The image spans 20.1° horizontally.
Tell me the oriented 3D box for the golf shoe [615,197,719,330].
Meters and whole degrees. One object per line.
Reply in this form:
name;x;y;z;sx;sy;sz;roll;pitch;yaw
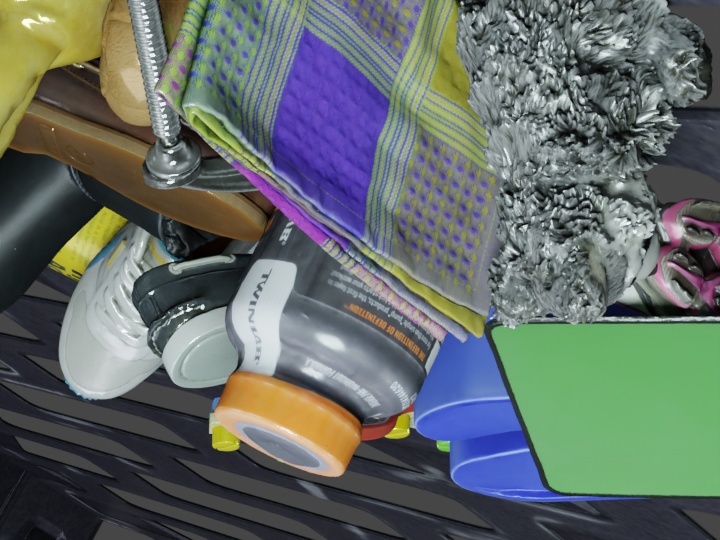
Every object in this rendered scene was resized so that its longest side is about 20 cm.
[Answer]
golf shoe;0.107;-0.025;0.991;0.200;0.073;0.092;34;160;-18

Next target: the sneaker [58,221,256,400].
sneaker;-0.121;0.000;1.216;0.076;0.200;0.081;37;-162;-1

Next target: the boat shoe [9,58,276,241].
boat shoe;-0.127;-0.082;1.044;0.200;0.070;0.070;25;159;3

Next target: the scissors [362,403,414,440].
scissors;0.039;0.077;1.202;0.200;0.014;0.073;9;-143;-31

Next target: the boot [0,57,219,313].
boot;-0.140;-0.044;1.143;0.162;0.198;0.073;22;167;43

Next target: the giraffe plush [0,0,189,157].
giraffe plush;-0.124;-0.124;0.942;0.162;0.200;0.173;11;175;-2

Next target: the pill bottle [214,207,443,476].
pill bottle;0.000;0.000;1.014;0.106;0.200;0.106;23;162;8

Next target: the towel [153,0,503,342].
towel;0.006;-0.075;0.851;0.023;0.144;0.200;-6;146;42

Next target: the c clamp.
c clamp;-0.069;-0.107;0.874;0.027;0.171;0.200;53;163;47

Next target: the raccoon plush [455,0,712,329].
raccoon plush;0.053;-0.064;0.852;0.200;0.134;0.097;30;165;-7

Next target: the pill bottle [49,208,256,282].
pill bottle;-0.136;-0.031;1.311;0.200;0.111;0.111;26;164;6

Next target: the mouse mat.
mouse mat;0.158;0.073;1.046;0.161;0.008;0.200;0;149;16

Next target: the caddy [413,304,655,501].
caddy;0.121;0.055;1.138;0.200;0.105;0.141;-4;148;21

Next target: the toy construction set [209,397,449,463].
toy construction set;0.013;0.078;1.290;0.200;0.092;0.131;-1;159;-34

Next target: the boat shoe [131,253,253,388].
boat shoe;-0.038;0.017;1.134;0.200;0.076;0.060;-1;-132;-48
